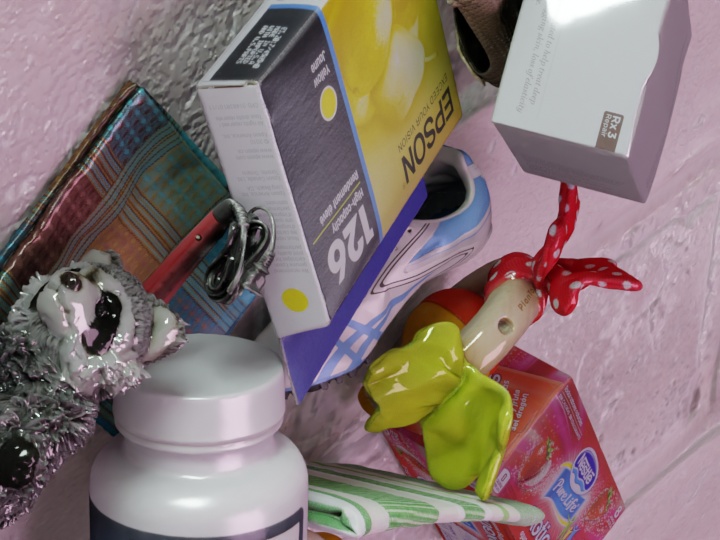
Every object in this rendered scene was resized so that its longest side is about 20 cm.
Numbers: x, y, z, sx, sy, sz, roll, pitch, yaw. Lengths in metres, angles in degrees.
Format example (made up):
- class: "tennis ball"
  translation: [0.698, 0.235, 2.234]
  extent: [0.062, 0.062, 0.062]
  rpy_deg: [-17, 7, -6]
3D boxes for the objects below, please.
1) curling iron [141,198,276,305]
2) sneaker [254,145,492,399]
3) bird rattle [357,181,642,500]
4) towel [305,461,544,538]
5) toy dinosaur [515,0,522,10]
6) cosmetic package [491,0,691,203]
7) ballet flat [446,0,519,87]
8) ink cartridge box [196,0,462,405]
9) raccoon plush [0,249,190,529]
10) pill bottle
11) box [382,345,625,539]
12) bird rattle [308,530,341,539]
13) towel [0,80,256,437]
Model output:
- class: "curling iron"
  translation: [-0.114, 0.032, 1.252]
  extent: [0.200, 0.050, 0.025]
  rpy_deg: [-39, 141, 28]
- class: "sneaker"
  translation: [0.000, 0.000, 1.445]
  extent: [0.200, 0.072, 0.073]
  rpy_deg: [-43, 129, -29]
- class: "bird rattle"
  translation: [0.067, 0.031, 1.512]
  extent: [0.113, 0.163, 0.200]
  rpy_deg: [39, 69, -17]
- class: "towel"
  translation: [-0.004, 0.135, 1.468]
  extent: [0.200, 0.152, 0.024]
  rpy_deg: [9, 90, -57]
- class: "toy dinosaur"
  translation: [0.079, -0.208, 1.410]
  extent: [0.088, 0.047, 0.200]
  rpy_deg: [-53, 146, -1]
- class: "cosmetic package"
  translation: [0.132, -0.109, 1.382]
  extent: [0.200, 0.081, 0.113]
  rpy_deg: [38, 67, -78]
- class: "ballet flat"
  translation: [0.062, -0.143, 1.360]
  extent: [0.046, 0.068, 0.200]
  rpy_deg: [-30, 168, -3]
- class: "ink cartridge box"
  translation: [-0.004, -0.066, 1.307]
  extent: [0.198, 0.047, 0.201]
  rpy_deg: [-58, 140, -46]
- class: "raccoon plush"
  translation: [-0.168, 0.069, 1.241]
  extent: [0.134, 0.097, 0.200]
  rpy_deg: [-35, 170, -33]
- class: "pill bottle"
  translation: [-0.086, 0.142, 1.326]
  extent: [0.119, 0.119, 0.201]
  rpy_deg: [-22, 120, -47]
- class: "box"
  translation: [0.096, 0.129, 1.657]
  extent: [0.096, 0.099, 0.200]
  rpy_deg: [-51, 148, -15]
- class: "bird rattle"
  translation: [-0.071, 0.234, 1.521]
  extent: [0.199, 0.112, 0.164]
  rpy_deg: [6, 96, -47]
- class: "towel"
  translation: [-0.117, 0.004, 1.314]
  extent: [0.147, 0.022, 0.200]
  rpy_deg: [-56, 149, -10]
